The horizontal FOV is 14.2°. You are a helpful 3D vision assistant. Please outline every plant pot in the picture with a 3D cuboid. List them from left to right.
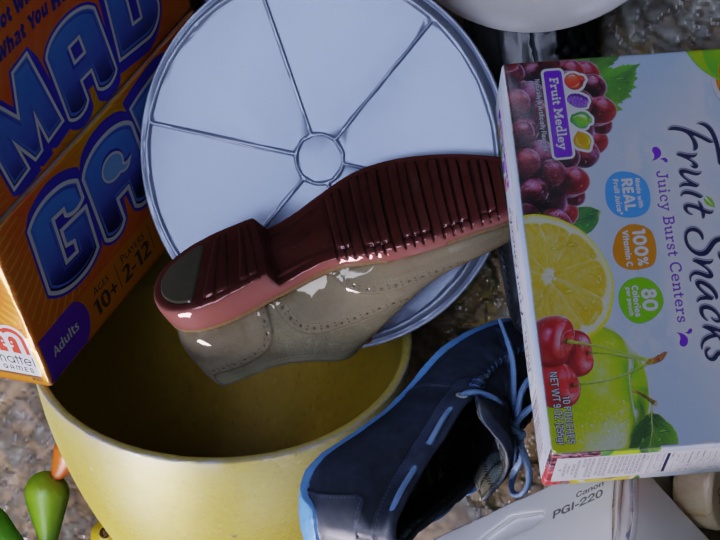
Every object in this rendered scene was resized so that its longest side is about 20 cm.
[{"bbox_3d":[-0.071,0.096,1.550,0.199,0.200,0.143,17,128,25],"label":"plant pot"}]

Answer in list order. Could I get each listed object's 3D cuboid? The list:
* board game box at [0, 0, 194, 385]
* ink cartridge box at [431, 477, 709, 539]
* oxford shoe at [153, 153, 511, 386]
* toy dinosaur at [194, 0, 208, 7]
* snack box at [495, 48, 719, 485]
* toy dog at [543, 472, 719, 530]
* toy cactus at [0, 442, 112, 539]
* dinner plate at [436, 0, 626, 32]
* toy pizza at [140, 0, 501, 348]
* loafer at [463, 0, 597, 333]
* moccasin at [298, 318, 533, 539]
[{"bbox_3d":[-0.218,-0.089,1.531,0.199,0.200,0.201,7,133,32],"label":"board game box"},{"bbox_3d":[0.131,0.203,1.444,0.145,0.085,0.200,-28,120,28],"label":"ink cartridge box"},{"bbox_3d":[0.000,0.000,1.455,0.199,0.071,0.075,-17,127,11],"label":"oxford shoe"},{"bbox_3d":[-0.089,-0.159,1.560,0.181,0.105,0.201,7,102,31],"label":"toy dinosaur"},{"bbox_3d":[0.145,-0.004,1.374,0.141,0.053,0.201,-4,68,-5],"label":"snack box"},{"bbox_3d":[0.165,0.044,1.474,0.131,0.096,0.201,29,94,24],"label":"toy dog"},{"bbox_3d":[-0.161,0.191,1.652,0.165,0.102,0.200,39,113,3],"label":"toy cactus"},{"bbox_3d":[0.087,-0.221,1.458,0.199,0.024,0.202,-3,85,32],"label":"dinner plate"},{"bbox_3d":[-0.017,-0.059,1.491,0.199,0.032,0.202,3,99,16],"label":"toy pizza"},{"bbox_3d":[0.086,-0.064,1.502,0.070,0.068,0.202,-3,90,36],"label":"loafer"},{"bbox_3d":[0.050,0.094,1.469,0.068,0.200,0.081,13,129,35],"label":"moccasin"}]
